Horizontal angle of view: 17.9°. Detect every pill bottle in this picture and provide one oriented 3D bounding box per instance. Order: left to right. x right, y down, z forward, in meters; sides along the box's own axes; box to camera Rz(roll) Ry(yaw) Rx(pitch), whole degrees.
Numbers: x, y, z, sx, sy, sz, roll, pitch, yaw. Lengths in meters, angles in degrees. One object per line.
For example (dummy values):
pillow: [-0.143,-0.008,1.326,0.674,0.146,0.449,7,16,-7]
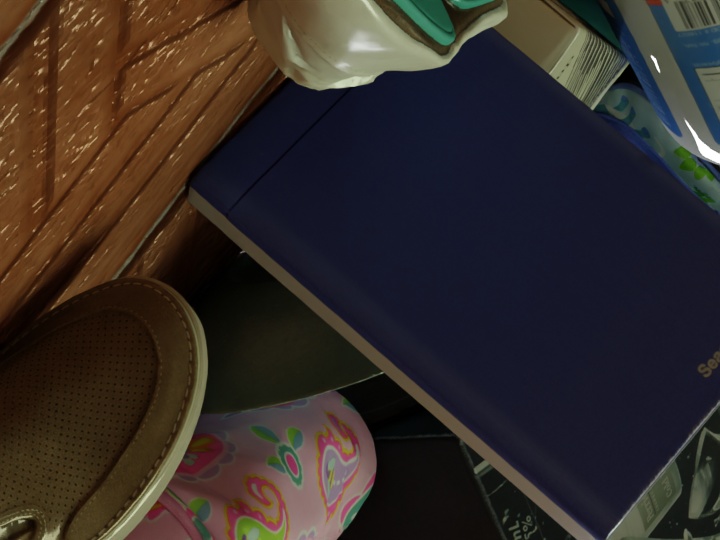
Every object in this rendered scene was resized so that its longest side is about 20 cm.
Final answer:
pill bottle: [0.174,-0.117,1.043,0.112,0.112,0.200,-48,141,-9]

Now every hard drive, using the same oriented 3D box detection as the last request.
hard drive: [0.053,-0.009,0.857,0.132,0.200,0.025,-46,171,-23]

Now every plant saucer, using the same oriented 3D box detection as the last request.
plant saucer: [0.000,0.000,0.966,0.200,0.039,0.201,-19,-167,5]

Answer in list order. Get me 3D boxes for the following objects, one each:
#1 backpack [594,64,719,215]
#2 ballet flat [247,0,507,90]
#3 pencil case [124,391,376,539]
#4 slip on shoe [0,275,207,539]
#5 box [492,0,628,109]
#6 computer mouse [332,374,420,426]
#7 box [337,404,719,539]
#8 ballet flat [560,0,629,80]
backpack: [0.159,-0.054,1.240,0.147,0.183,0.200,-51,-162,-14]
ballet flat: [0.001,-0.087,0.748,0.070,0.069,0.200,-52,172,16]
pencil case: [-0.060,0.101,0.918,0.088,0.087,0.200,-53,173,19]
slip on shoe: [-0.129,0.075,0.753,0.200,0.076,0.061,-42,158,-12]
box: [0.060,-0.088,1.000,0.082,0.068,0.200,-53,172,10]
computer mouse: [0.046,0.014,1.034,0.199,0.053,0.139,-23,-166,6]
box: [0.105,0.119,1.076,0.196,0.201,0.124,-34,-165,-36]
ballet flat: [0.080,-0.095,1.138,0.200,0.069,0.069,-49,172,8]
